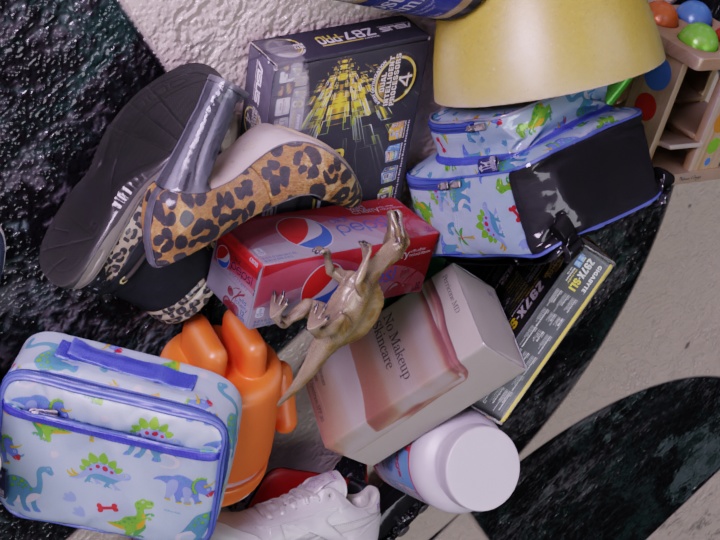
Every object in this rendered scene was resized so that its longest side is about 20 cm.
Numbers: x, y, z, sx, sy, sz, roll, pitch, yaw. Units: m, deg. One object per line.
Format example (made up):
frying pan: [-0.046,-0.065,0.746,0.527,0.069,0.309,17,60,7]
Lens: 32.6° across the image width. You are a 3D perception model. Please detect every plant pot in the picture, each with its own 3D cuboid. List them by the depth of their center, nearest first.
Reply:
plant pot: [0.147,-0.231,1.033,0.198,0.199,0.144,-20,108,-28]

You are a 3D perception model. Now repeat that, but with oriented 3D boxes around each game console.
game console: [-0.086,0.272,1.311,0.118,0.173,0.201,28,107,-10]

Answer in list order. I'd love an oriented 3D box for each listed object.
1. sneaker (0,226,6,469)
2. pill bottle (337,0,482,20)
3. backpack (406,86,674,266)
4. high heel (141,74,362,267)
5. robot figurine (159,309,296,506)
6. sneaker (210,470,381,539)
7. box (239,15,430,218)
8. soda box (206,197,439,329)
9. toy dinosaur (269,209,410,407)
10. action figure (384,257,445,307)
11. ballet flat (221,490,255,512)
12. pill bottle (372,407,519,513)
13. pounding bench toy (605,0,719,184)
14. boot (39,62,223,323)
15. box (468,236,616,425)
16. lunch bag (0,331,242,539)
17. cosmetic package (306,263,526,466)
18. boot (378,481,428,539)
sneaker: [-0.296,0.071,0.903,0.076,0.146,0.204,14,112,-45]
pill bottle: [0.005,-0.256,0.921,0.198,0.112,0.113,-1,123,-41]
backpack: [0.141,-0.093,1.104,0.182,0.199,0.149,-26,102,-36]
high heel: [-0.082,-0.046,0.950,0.199,0.071,0.144,29,85,-48]
robot figurine: [-0.131,0.133,1.123,0.144,0.115,0.202,-48,156,-53]
sneaker: [-0.067,0.238,1.198,0.198,0.075,0.101,10,95,-32]
box: [-0.029,-0.111,1.062,0.160,0.049,0.202,-14,133,-31]
soda box: [-0.029,-0.010,1.048,0.198,0.070,0.064,-12,130,-41]
toy dinosaur: [-0.022,0.040,0.992,0.101,0.058,0.201,21,106,-53]
action figure: [0.000,0.000,1.178,0.198,0.055,0.119,-17,135,-37]
ballet flat: [-0.177,0.283,1.237,0.200,0.072,0.072,-39,141,-7]
pill bottle: [0.088,0.193,1.293,0.107,0.200,0.110,0,90,-19]
pounding bench toy: [0.288,-0.183,1.227,0.198,0.124,0.158,-9,128,-36]
boot: [-0.149,-0.055,0.992,0.204,0.073,0.154,-53,148,1]
box: [0.168,0.040,1.283,0.049,0.160,0.201,30,102,-17]
lunch bag: [-0.203,0.141,1.022,0.197,0.083,0.162,15,121,-3]
cosmetic package: [0.050,0.096,1.215,0.199,0.104,0.087,-36,143,21]
boot: [0.018,0.318,1.464,0.200,0.065,0.165,-48,162,-18]
